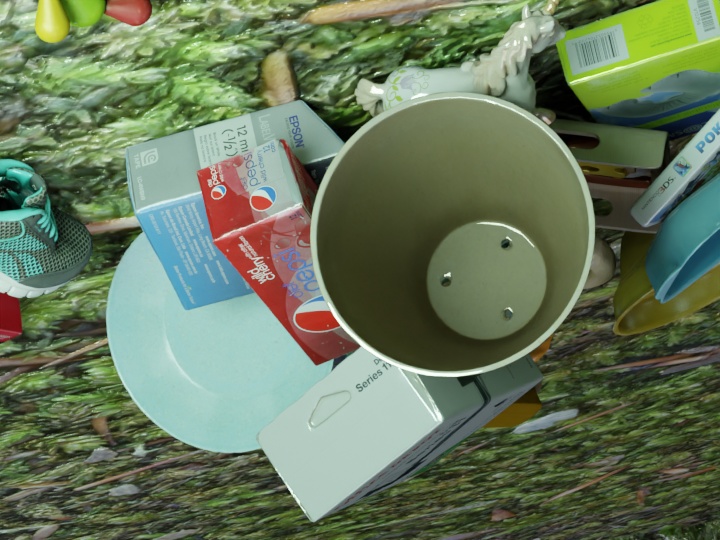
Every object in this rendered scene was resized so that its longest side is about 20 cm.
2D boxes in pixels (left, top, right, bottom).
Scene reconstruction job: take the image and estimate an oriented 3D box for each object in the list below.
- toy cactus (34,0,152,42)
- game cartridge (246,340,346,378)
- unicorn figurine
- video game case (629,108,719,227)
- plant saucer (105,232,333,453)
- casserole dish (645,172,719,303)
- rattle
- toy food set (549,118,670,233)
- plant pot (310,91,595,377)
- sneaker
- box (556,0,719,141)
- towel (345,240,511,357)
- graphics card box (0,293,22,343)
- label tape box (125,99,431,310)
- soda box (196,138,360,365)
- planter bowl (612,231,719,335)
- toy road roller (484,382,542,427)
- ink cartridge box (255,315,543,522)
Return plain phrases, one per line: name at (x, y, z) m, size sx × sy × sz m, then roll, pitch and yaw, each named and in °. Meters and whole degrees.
toy cactus at (-0.157, -0.176, 0.915) m, size 0.165 × 0.103 × 0.200 m, roll 2°, pitch 166°, yaw -17°
game cartridge at (-0.092, 0.059, 1.567) m, size 0.133 × 0.042 × 0.200 m, roll -1°, pitch -169°, yaw -39°
unicorn figurine at (0.085, -0.125, 1.246) m, size 0.200 × 0.074 × 0.137 m, roll -16°, pitch 152°, yaw 23°
video game case at (0.305, -0.113, 1.363) m, size 0.182 × 0.022 × 0.200 m, roll -50°, pitch 162°, yaw 28°
plant saucer at (-0.108, 0.045, 1.450) m, size 0.201 × 0.201 × 0.039 m, roll -22°, pitch -178°, yaw 22°
casserole dish at (0.289, -0.051, 1.381) m, size 0.200 × 0.039 × 0.121 m, roll -36°, pitch 163°, yaw -20°
rattle at (0.180, 0.039, 1.706) m, size 0.130 × 0.143 × 0.200 m, roll -10°, pitch 161°, yaw -3°
toy food set at (0.168, -0.069, 1.409) m, size 0.143 × 0.061 × 0.200 m, roll 7°, pitch 170°, yaw 12°
plant pot at (0.076, -0.008, 1.260) m, size 0.187 × 0.188 × 0.200 m, roll -16°, pitch 168°, yaw 7°
sneaker at (-0.247, -0.036, 1.277) m, size 0.091 × 0.078 × 0.200 m, roll -28°, pitch 160°, yaw 25°
box at (0.229, -0.144, 1.346) m, size 0.122 × 0.048 × 0.200 m, roll -16°, pitch 162°, yaw 17°
towel at (0.075, 0.027, 1.462) m, size 0.200 × 0.022 × 0.147 m, roll -28°, pitch 157°, yaw -5°
graphics card box at (-0.392, 0.057, 1.475) m, size 0.200 × 0.051 × 0.125 m, roll -23°, pitch 160°, yaw 27°
label tape box at (-0.058, -0.054, 1.328) m, size 0.200 × 0.066 × 0.143 m, roll -16°, pitch 147°, yaw 1°
soda box at (-0.044, -0.010, 1.281) m, size 0.070 × 0.064 × 0.200 m, roll -22°, pitch 146°, yaw 9°
planter bowl at (0.306, -0.024, 1.679) m, size 0.200 × 0.084 × 0.200 m, roll -25°, pitch 162°, yaw -8°
toy road roller at (0.125, 0.072, 1.805) m, size 0.200 × 0.123 × 0.146 m, roll 8°, pitch 141°, yaw -48°
ink cartridge box at (0.033, 0.105, 1.390) m, size 0.147 × 0.083 × 0.200 m, roll -41°, pitch 167°, yaw 26°
